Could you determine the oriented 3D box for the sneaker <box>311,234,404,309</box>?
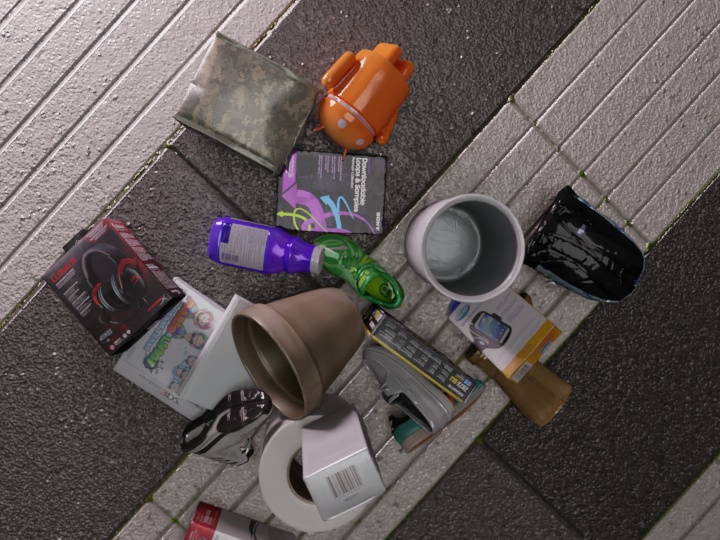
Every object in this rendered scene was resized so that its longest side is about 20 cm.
[{"bbox_3d":[0.000,0.000,1.093,0.199,0.084,0.075,33,92,-6],"label":"sneaker"}]

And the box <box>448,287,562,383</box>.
[{"bbox_3d":[0.245,0.090,1.088,0.119,0.200,0.041,-50,132,8],"label":"box"}]

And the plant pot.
[{"bbox_3d":[-0.090,0.119,1.030,0.173,0.199,0.202,-31,98,-31],"label":"plant pot"}]

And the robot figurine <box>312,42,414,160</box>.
[{"bbox_3d":[0.007,-0.292,1.053,0.116,0.144,0.201,38,89,14],"label":"robot figurine"}]

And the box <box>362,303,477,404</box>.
[{"bbox_3d":[0.096,0.140,1.076,0.199,0.160,0.050,37,92,-8],"label":"box"}]

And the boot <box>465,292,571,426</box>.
[{"bbox_3d":[0.319,0.166,1.151,0.199,0.066,0.176,39,99,-8],"label":"boot"}]

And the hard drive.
[{"bbox_3d":[-0.217,0.158,1.092,0.131,0.026,0.201,30,92,-29],"label":"hard drive"}]

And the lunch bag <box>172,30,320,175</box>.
[{"bbox_3d":[-0.184,-0.274,1.036,0.198,0.118,0.165,28,91,-2],"label":"lunch bag"}]

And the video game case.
[{"bbox_3d":[-0.314,0.144,1.105,0.181,0.024,0.201,35,91,-7],"label":"video game case"}]

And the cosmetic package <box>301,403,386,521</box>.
[{"bbox_3d":[-0.031,0.278,0.915,0.101,0.200,0.075,-24,96,-2],"label":"cosmetic package"}]

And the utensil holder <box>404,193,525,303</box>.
[{"bbox_3d":[0.166,-0.041,1.047,0.167,0.200,0.173,0,94,-5],"label":"utensil holder"}]

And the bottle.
[{"bbox_3d":[-0.162,-0.037,1.064,0.197,0.065,0.085,11,98,8],"label":"bottle"}]

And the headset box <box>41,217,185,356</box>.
[{"bbox_3d":[-0.426,0.020,1.047,0.148,0.075,0.200,-41,89,1],"label":"headset box"}]

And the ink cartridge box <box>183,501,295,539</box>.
[{"bbox_3d":[-0.234,0.536,1.116,0.198,0.083,0.148,22,92,-6],"label":"ink cartridge box"}]

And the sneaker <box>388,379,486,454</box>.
[{"bbox_3d":[0.142,0.249,1.133,0.199,0.072,0.080,-31,65,-18],"label":"sneaker"}]

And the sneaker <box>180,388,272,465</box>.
[{"bbox_3d":[-0.210,0.280,1.083,0.199,0.076,0.115,-30,134,22],"label":"sneaker"}]

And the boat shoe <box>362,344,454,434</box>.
[{"bbox_3d":[0.071,0.213,1.088,0.200,0.072,0.068,40,54,18],"label":"boat shoe"}]

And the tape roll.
[{"bbox_3d":[-0.077,0.333,1.086,0.200,0.139,0.206,-1,96,-5],"label":"tape roll"}]

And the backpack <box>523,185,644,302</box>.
[{"bbox_3d":[0.412,-0.029,1.111,0.199,0.154,0.164,30,89,15],"label":"backpack"}]

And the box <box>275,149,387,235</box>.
[{"bbox_3d":[-0.052,-0.140,1.101,0.197,0.036,0.145,2,95,-7],"label":"box"}]
